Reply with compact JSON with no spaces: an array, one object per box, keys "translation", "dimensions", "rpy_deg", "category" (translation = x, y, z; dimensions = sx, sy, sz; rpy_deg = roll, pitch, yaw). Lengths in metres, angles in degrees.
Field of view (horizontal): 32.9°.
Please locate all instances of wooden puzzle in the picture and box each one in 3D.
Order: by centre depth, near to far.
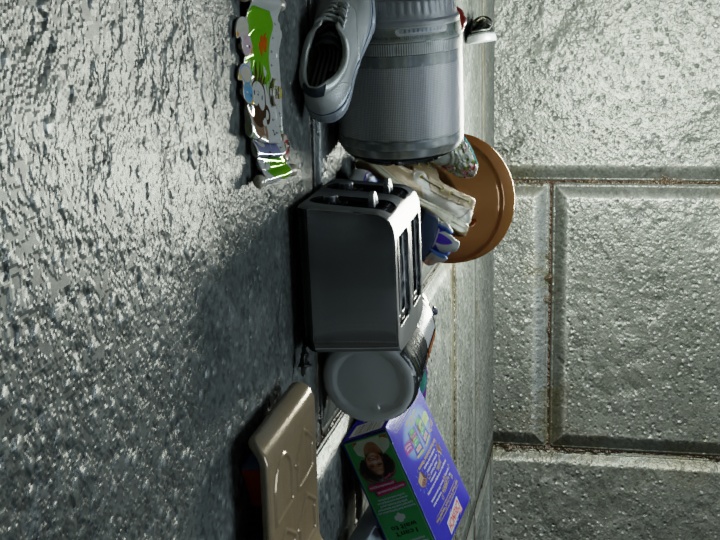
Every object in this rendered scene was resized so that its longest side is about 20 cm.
[{"translation":[-0.081,0.237,1.250],"dimensions":[0.185,0.046,0.201],"rpy_deg":[-52,137,-71],"category":"wooden puzzle"}]

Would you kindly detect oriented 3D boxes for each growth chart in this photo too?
[{"translation":[-0.093,-0.178,1.198],"dimensions":[0.145,0.018,0.201],"rpy_deg":[-51,140,-70],"category":"growth chart"}]

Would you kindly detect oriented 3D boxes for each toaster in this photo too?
[{"translation":[0.000,0.000,1.410],"dimensions":[0.181,0.118,0.202],"rpy_deg":[-47,136,-71],"category":"toaster"}]

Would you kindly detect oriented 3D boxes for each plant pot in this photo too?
[{"translation":[0.116,-0.102,1.833],"dimensions":[0.140,0.199,0.202],"rpy_deg":[-19,111,-60],"category":"plant pot"}]

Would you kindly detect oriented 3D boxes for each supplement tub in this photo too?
[{"translation":[0.029,0.095,1.561],"dimensions":[0.200,0.122,0.123],"rpy_deg":[-65,154,-64],"category":"supplement tub"}]

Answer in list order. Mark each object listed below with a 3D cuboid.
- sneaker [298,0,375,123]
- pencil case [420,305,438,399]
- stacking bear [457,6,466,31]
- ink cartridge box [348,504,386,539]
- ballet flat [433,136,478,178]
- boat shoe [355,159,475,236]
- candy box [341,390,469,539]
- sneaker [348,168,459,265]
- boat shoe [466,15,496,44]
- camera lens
[{"translation":[-0.025,-0.267,1.375],"dimensions":[0.071,0.072,0.201],"rpy_deg":[73,22,-65],"category":"sneaker"},{"translation":[0.066,0.152,1.831],"dimensions":[0.092,0.085,0.201],"rpy_deg":[30,61,-57],"category":"pencil case"},{"translation":[0.079,-0.333,1.786],"dimensions":[0.200,0.113,0.122],"rpy_deg":[89,-23,-71],"category":"stacking bear"},{"translation":[0.039,0.436,1.646],"dimensions":[0.201,0.040,0.200],"rpy_deg":[68,22,-9],"category":"ink cartridge box"},{"translation":[0.087,-0.198,1.650],"dimensions":[0.064,0.075,0.201],"rpy_deg":[-41,107,-29],"category":"ballet flat"},{"translation":[0.080,-0.120,1.688],"dimensions":[0.199,0.074,0.070],"rpy_deg":[32,79,-31],"category":"boat shoe"},{"translation":[0.066,0.280,1.687],"dimensions":[0.201,0.077,0.169],"rpy_deg":[65,23,-9],"category":"candy box"},{"translation":[0.061,-0.066,1.610],"dimensions":[0.200,0.145,0.081],"rpy_deg":[64,41,-69],"category":"sneaker"},{"translation":[0.277,-0.557,2.820],"dimensions":[0.200,0.068,0.057],"rpy_deg":[-65,146,-75],"category":"boat shoe"},{"translation":[0.048,-0.240,1.515],"dimensions":[0.160,0.159,0.201],"rpy_deg":[-58,147,-68],"category":"camera lens"}]
